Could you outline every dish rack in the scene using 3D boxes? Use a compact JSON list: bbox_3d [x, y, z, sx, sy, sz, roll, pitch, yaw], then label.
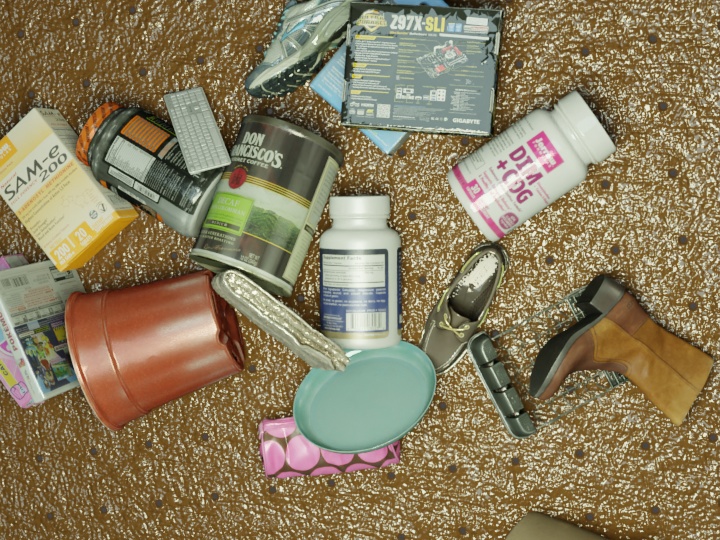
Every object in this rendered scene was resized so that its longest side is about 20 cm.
[{"bbox_3d":[0.260,0.117,1.545,0.199,0.055,0.154,-27,90,-7],"label":"dish rack"}]

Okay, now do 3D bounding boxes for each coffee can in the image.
[{"bbox_3d":[-0.123,-0.084,1.541,0.146,0.146,0.201,19,81,9],"label":"coffee can"}]

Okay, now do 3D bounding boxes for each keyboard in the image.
[{"bbox_3d":[-0.222,-0.192,1.571,0.056,0.200,0.011,-19,132,-6],"label":"keyboard"}]

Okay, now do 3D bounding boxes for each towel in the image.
[{"bbox_3d":[-0.108,0.068,1.513,0.200,0.132,0.035,38,78,-10],"label":"towel"}]

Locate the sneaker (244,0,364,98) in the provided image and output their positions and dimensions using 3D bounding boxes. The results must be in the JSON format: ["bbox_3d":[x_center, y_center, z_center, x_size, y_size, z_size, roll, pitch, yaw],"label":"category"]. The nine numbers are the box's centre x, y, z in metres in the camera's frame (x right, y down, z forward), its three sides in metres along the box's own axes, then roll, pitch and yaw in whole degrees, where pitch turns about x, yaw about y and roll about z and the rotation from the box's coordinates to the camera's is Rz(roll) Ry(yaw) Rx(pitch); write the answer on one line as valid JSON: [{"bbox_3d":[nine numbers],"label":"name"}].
[{"bbox_3d":[-0.084,-0.316,1.589,0.200,0.078,0.086,-39,75,5],"label":"sneaker"}]

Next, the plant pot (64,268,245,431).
[{"bbox_3d":[-0.272,0.096,1.600,0.194,0.201,0.202,-18,91,4],"label":"plant pot"}]

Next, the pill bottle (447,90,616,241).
[{"bbox_3d":[0.222,-0.137,1.510,0.200,0.113,0.114,-35,87,12],"label":"pill bottle"}]

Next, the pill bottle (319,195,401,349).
[{"bbox_3d":[0.000,0.000,1.568,0.110,0.111,0.201,1,94,11],"label":"pill bottle"}]

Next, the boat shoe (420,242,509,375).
[{"bbox_3d":[0.136,0.054,1.570,0.072,0.060,0.201,31,100,7],"label":"boat shoe"}]

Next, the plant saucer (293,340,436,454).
[{"bbox_3d":[0.008,0.172,1.559,0.199,0.201,0.027,-11,129,12],"label":"plant saucer"}]

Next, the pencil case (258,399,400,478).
[{"bbox_3d":[-0.045,0.231,1.608,0.199,0.091,0.094,-11,132,10],"label":"pencil case"}]

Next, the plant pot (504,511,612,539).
[{"bbox_3d":[0.269,0.407,1.522,0.174,0.200,0.201,32,100,27],"label":"plant pot"}]

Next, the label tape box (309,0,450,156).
[{"bbox_3d":[0.052,-0.275,1.560,0.144,0.063,0.200,42,98,5],"label":"label tape box"}]

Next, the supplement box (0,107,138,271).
[{"bbox_3d":[-0.432,-0.116,1.664,0.126,0.074,0.200,-40,86,14],"label":"supplement box"}]

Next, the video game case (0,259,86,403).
[{"bbox_3d":[-0.426,0.077,1.615,0.023,0.200,0.183,-25,89,19],"label":"video game case"}]

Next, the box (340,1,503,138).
[{"bbox_3d":[0.078,-0.257,1.499,0.199,0.049,0.161,5,91,10],"label":"box"}]

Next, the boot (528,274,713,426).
[{"bbox_3d":[0.336,0.135,1.506,0.200,0.068,0.189,38,74,-10],"label":"boot"}]

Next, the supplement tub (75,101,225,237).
[{"bbox_3d":[-0.283,-0.143,1.608,0.200,0.122,0.123,32,100,8],"label":"supplement tub"}]

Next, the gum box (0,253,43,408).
[{"bbox_3d":[-0.490,0.090,1.696,0.113,0.066,0.200,-37,87,11],"label":"gum box"}]
